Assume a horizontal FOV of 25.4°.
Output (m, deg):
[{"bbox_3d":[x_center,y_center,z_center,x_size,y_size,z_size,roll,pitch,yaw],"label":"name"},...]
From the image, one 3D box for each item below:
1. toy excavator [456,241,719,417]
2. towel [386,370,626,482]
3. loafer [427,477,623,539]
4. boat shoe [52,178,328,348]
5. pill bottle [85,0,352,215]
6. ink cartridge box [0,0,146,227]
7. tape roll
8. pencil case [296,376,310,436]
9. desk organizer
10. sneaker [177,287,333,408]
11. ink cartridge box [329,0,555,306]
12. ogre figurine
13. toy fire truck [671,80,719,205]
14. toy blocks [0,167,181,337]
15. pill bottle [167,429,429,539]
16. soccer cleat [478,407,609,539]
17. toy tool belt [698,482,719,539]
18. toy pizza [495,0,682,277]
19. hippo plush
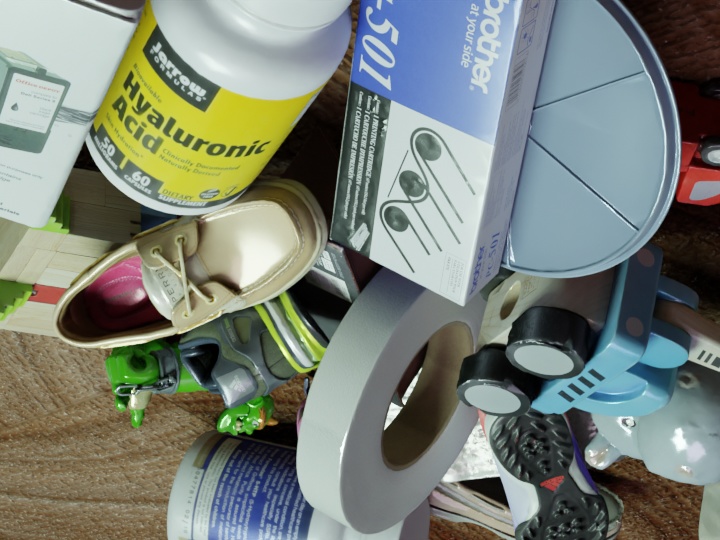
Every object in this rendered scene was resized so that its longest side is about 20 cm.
[{"bbox_3d":[0.185,0.039,0.964,0.199,0.100,0.194,23,149,-14],"label":"toy excavator"},{"bbox_3d":[0.084,0.084,1.159,0.199,0.034,0.133,-8,101,21],"label":"towel"},{"bbox_3d":[0.130,0.187,1.356,0.199,0.072,0.063,11,141,-1],"label":"loafer"},{"bbox_3d":[-0.107,0.005,0.969,0.200,0.069,0.074,-25,96,35],"label":"boat shoe"},{"bbox_3d":[-0.071,-0.122,0.860,0.111,0.112,0.200,18,146,-17],"label":"pill bottle"},{"bbox_3d":[-0.162,-0.138,0.821,0.084,0.146,0.200,19,146,-15],"label":"ink cartridge box"},{"bbox_3d":[0.032,0.075,1.049,0.037,0.203,0.203,25,157,27],"label":"tape roll"},{"bbox_3d":[0.049,0.120,1.249,0.199,0.094,0.091,-6,101,22],"label":"pencil case"},{"bbox_3d":[0.000,0.000,1.052,0.072,0.077,0.200,24,156,26],"label":"desk organizer"},{"bbox_3d":[-0.087,0.035,1.058,0.074,0.081,0.200,58,169,-18],"label":"sneaker"},{"bbox_3d":[0.041,-0.086,0.864,0.094,0.044,0.200,26,131,23],"label":"ink cartridge box"},{"bbox_3d":[-0.119,0.071,1.188,0.119,0.098,0.200,-4,156,-1],"label":"ogre figurine"},{"bbox_3d":[0.131,-0.063,0.970,0.199,0.049,0.141,8,148,0],"label":"toy fire truck"},{"bbox_3d":[-0.183,-0.007,1.102,0.136,0.100,0.200,9,150,-25],"label":"toy blocks"},{"bbox_3d":[-0.050,0.210,1.345,0.199,0.120,0.120,10,150,20],"label":"pill bottle"},{"bbox_3d":[0.125,0.134,1.108,0.068,0.073,0.200,-19,133,5],"label":"soccer cleat"},{"bbox_3d":[0.318,0.187,1.193,0.123,0.201,0.125,27,152,-25],"label":"toy tool belt"},{"bbox_3d":[0.089,-0.089,0.879,0.200,0.032,0.201,22,130,28],"label":"toy pizza"},{"bbox_3d":[0.238,0.073,1.062,0.160,0.160,0.200,14,-171,-27],"label":"hippo plush"}]
